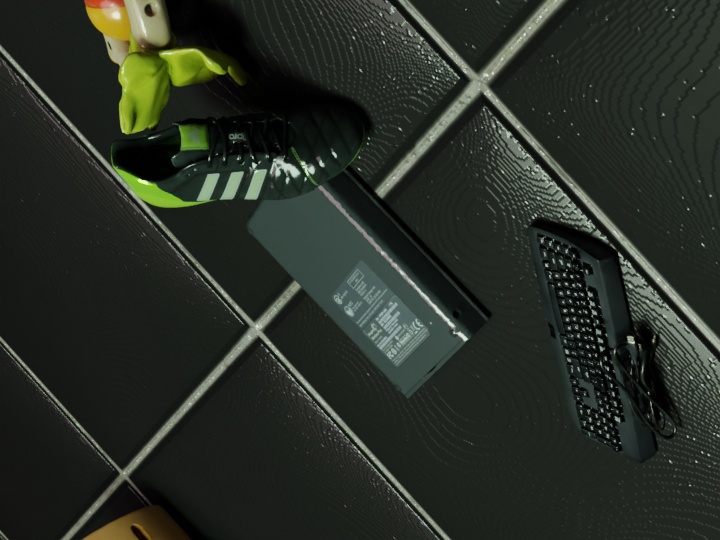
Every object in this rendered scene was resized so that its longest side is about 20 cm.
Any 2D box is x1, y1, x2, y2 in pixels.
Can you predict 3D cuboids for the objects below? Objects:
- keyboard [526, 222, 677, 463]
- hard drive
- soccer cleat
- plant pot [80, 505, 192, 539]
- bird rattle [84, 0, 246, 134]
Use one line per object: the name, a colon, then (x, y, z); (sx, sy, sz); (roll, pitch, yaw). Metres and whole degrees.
keyboard: (0.168, 0.063, 1.325); (0.104, 0.040, 0.201); (19, 140, 41)
hard drive: (0.000, 0.000, 1.472); (0.200, 0.033, 0.140); (46, 150, 3)
soccer cleat: (-0.095, -0.088, 1.387); (0.198, 0.068, 0.081); (-11, 158, 22)
plant pot: (-0.251, 0.357, 2.060); (0.141, 0.199, 0.200); (58, 152, 13)
bird rattle: (-0.181, -0.209, 1.409); (0.163, 0.112, 0.201); (27, 144, 60)
